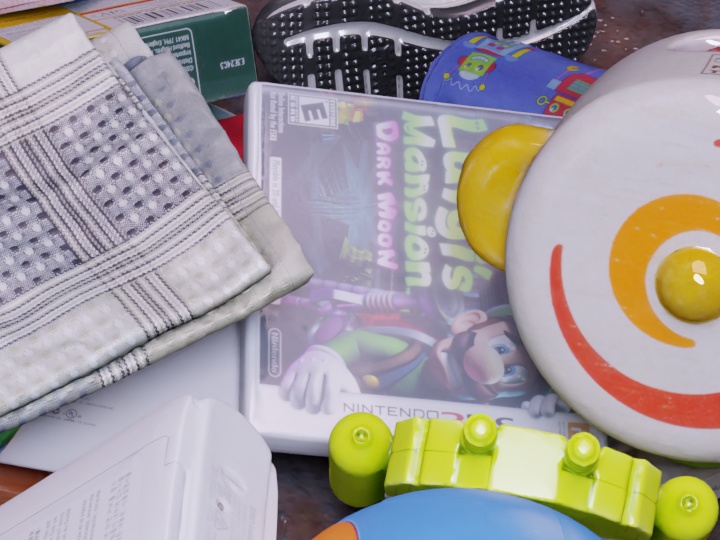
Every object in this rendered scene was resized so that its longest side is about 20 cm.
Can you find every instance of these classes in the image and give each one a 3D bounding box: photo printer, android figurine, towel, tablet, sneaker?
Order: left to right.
[{"bbox_3d":[-0.149,-0.027,1.421,0.199,0.035,0.193,-26,57,-19],"label":"towel"},{"bbox_3d":[-0.128,0.161,1.266,0.069,0.200,0.167,42,30,-29],"label":"photo printer"},{"bbox_3d":[-0.142,0.042,1.471,0.199,0.014,0.131,9,55,8],"label":"tablet"},{"bbox_3d":[0.031,-0.142,1.718,0.199,0.074,0.080,-5,31,-18],"label":"sneaker"},{"bbox_3d":[0.073,0.103,1.376,0.181,0.200,0.041,10,73,5],"label":"android figurine"}]

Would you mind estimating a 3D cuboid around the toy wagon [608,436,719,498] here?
[{"bbox_3d":[0.128,0.043,1.551,0.155,0.040,0.200,-24,51,-28],"label":"toy wagon"}]

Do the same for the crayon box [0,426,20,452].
[{"bbox_3d":[-0.217,0.041,1.429,0.118,0.058,0.200,24,57,18],"label":"crayon box"}]

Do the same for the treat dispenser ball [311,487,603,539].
[{"bbox_3d":[0.041,0.193,1.269,0.200,0.202,0.202,3,44,-3],"label":"treat dispenser ball"}]

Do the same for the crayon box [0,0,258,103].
[{"bbox_3d":[-0.148,-0.121,1.634,0.125,0.052,0.200,-13,17,-19],"label":"crayon box"}]

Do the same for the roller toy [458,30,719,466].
[{"bbox_3d":[0.162,-0.013,1.385,0.200,0.182,0.140,54,22,-5],"label":"roller toy"}]

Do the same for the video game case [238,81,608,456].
[{"bbox_3d":[0.031,0.003,1.487,0.181,0.023,0.201,6,60,-11],"label":"video game case"}]

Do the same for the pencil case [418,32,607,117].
[{"bbox_3d":[0.126,-0.067,1.607,0.199,0.087,0.078,22,62,38],"label":"pencil case"}]

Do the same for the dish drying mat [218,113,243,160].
[{"bbox_3d":[-0.091,-0.053,1.579,0.199,0.018,0.077,-16,37,-19],"label":"dish drying mat"}]

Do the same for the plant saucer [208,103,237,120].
[{"bbox_3d":[-0.117,-0.036,1.605,0.199,0.036,0.201,3,44,-3],"label":"plant saucer"}]

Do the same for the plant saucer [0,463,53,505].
[{"bbox_3d":[-0.187,0.157,1.402,0.199,0.032,0.201,4,44,-4],"label":"plant saucer"}]

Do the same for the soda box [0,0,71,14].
[{"bbox_3d":[-0.155,-0.198,1.681,0.063,0.069,0.200,-9,14,20],"label":"soda box"}]
